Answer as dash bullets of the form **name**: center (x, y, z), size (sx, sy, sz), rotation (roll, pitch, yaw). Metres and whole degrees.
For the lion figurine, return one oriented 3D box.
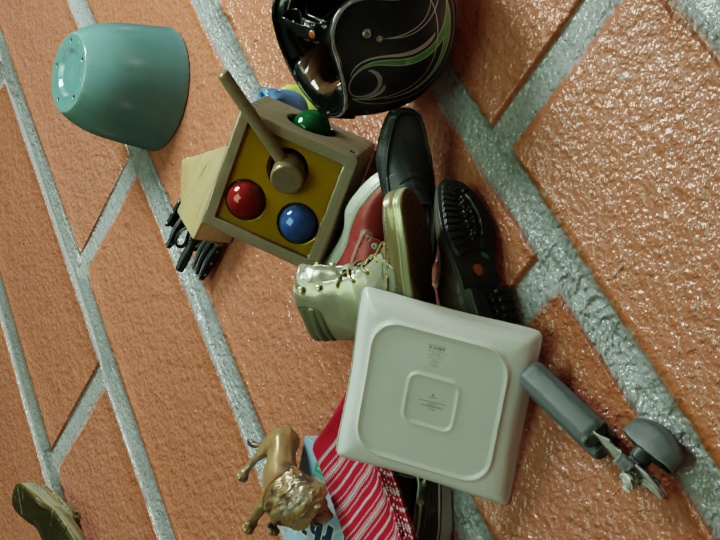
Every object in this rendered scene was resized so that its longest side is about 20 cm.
- **lion figurine**: center (-0.097, 0.246, 1.560), size (0.123, 0.072, 0.200), rotation (-55, 35, 28)

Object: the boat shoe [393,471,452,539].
- **boat shoe**: center (0.061, 0.218, 1.432), size (0.071, 0.064, 0.201), rotation (-22, 68, 50)

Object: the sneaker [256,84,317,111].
- **sneaker**: center (-0.102, -0.148, 1.662), size (0.076, 0.105, 0.201), rotation (-24, 66, 49)

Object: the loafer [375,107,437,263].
- **loafer**: center (0.058, -0.083, 1.434), size (0.070, 0.068, 0.201), rotation (-168, 75, -71)

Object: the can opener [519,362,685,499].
- **can opener**: center (0.233, 0.150, 1.236), size (0.066, 0.053, 0.200), rotation (-45, 43, -6)

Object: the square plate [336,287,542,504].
- **square plate**: center (0.076, 0.135, 1.347), size (0.200, 0.028, 0.199), rotation (14, 108, 16)

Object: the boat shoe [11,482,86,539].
- **boat shoe**: center (-0.512, 0.420, 2.164), size (0.200, 0.066, 0.074), rotation (37, 114, 34)

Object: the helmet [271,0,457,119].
- **helmet**: center (0.017, -0.282, 1.453), size (0.200, 0.190, 0.200), rotation (48, 157, 28)

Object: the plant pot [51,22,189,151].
- **plant pot**: center (-0.388, -0.298, 2.016), size (0.200, 0.161, 0.201), rotation (-8, 79, 52)

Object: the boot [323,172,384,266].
- **boot**: center (0.030, -0.008, 1.503), size (0.144, 0.072, 0.200), rotation (57, 135, 38)

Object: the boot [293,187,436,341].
- **boot**: center (0.000, 0.000, 1.394), size (0.154, 0.072, 0.200), rotation (6, 122, 23)

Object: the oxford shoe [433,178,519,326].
- **oxford shoe**: center (0.107, -0.004, 1.397), size (0.084, 0.073, 0.200), rotation (-41, 51, 52)

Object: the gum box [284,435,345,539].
- **gum box**: center (-0.026, 0.322, 1.549), size (0.170, 0.044, 0.201), rotation (22, 103, 52)

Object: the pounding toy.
- **pounding toy**: center (-0.098, -0.127, 1.552), size (0.184, 0.142, 0.200), rotation (24, 111, 5)

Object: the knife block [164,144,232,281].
- **knife block**: center (-0.209, -0.078, 1.829), size (0.200, 0.064, 0.176), rotation (-8, 79, 52)

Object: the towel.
- **towel**: center (0.000, 0.252, 1.452), size (0.145, 0.022, 0.200), rotation (-59, 43, 46)
